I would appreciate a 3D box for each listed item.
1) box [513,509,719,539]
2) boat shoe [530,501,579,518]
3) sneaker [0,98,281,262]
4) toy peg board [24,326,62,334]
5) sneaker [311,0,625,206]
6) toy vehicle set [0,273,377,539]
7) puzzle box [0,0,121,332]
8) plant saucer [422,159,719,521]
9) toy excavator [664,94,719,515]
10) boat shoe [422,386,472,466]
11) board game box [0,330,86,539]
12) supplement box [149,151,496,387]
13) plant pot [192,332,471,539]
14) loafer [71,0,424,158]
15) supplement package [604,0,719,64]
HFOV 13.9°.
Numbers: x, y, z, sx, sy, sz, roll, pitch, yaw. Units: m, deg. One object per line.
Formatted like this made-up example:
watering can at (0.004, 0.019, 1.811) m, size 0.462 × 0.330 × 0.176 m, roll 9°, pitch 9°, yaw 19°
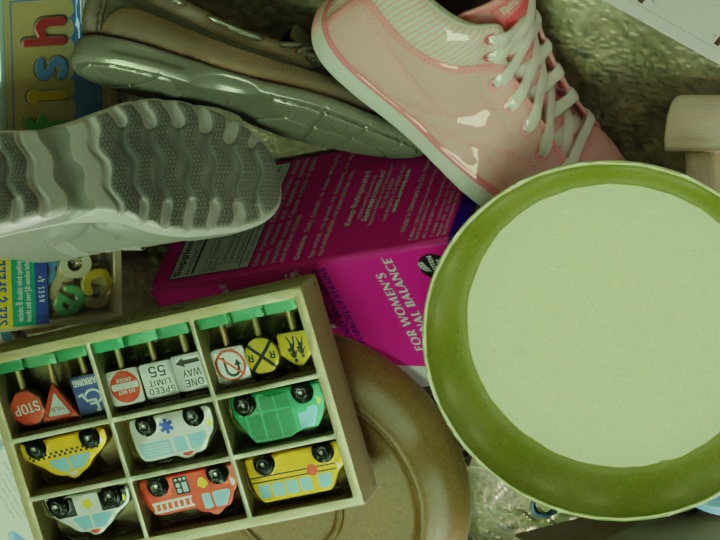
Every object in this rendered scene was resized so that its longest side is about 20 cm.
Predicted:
box at (0.193, 0.179, 1.655) m, size 0.199 × 0.078 × 0.096 m, roll -11°, pitch 109°, yaw -19°
boat shoe at (0.128, 0.096, 1.683) m, size 0.068 × 0.085 × 0.200 m, roll -4°, pitch 152°, yaw 4°
sneaker at (-0.142, -0.043, 1.566) m, size 0.198 × 0.075 × 0.082 m, roll -1°, pitch 163°, yaw -11°
toy peg board at (-0.274, -0.052, 1.677) m, size 0.198 × 0.098 × 0.201 m, roll -12°, pitch 137°, yaw -15°
sneaker at (0.077, -0.097, 1.527) m, size 0.200 × 0.076 × 0.105 m, roll 36°, pitch 140°, yaw -11°
toy vehicle set at (-0.100, 0.083, 1.600) m, size 0.199 × 0.027 × 0.125 m, roll -13°, pitch 102°, yaw 22°
puzzle box at (-0.196, -0.064, 1.591) m, size 0.132 × 0.025 × 0.201 m, roll -6°, pitch 110°, yaw -17°
plant saucer at (0.132, 0.033, 1.528) m, size 0.198 × 0.031 × 0.201 m, roll 3°, pitch 112°, yaw 8°
toy excavator at (0.198, 0.025, 1.578) m, size 0.099 × 0.196 × 0.200 m, roll 2°, pitch 163°, yaw 18°
boat shoe at (0.046, 0.080, 1.673) m, size 0.199 × 0.072 × 0.072 m, roll -21°, pitch 89°, yaw 0°
board game box at (-0.230, 0.099, 1.666) m, size 0.134 × 0.034 × 0.201 m, roll -29°, pitch 100°, yaw 5°
supplement box at (0.000, 0.000, 1.635) m, size 0.199 × 0.104 × 0.101 m, roll -9°, pitch 129°, yaw 29°
plant pot at (-0.038, 0.125, 1.636) m, size 0.199 × 0.028 × 0.201 m, roll 6°, pitch 116°, yaw 13°
loafer at (-0.052, -0.112, 1.568) m, size 0.199 × 0.063 × 0.072 m, roll 14°, pitch 166°, yaw -15°
supplement package at (0.200, -0.171, 1.374) m, size 0.199 × 0.122 × 0.120 m, roll 27°, pitch 136°, yaw -9°
